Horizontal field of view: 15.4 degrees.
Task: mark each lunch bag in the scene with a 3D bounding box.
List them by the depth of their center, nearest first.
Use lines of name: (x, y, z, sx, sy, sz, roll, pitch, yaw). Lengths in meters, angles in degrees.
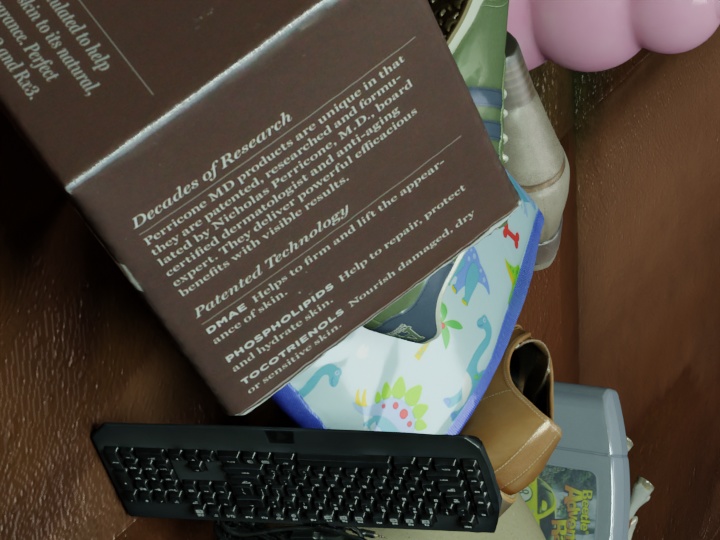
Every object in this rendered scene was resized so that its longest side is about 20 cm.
lunch bag: (-0.010, -0.002, 1.343, 0.170, 0.127, 0.200, 48, 39, -28)

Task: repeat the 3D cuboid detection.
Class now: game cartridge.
game cartridge: (0.105, 0.169, 1.708, 0.041, 0.133, 0.201, 11, 85, -68)

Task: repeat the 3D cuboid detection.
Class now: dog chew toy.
dog chew toy: (0.124, -0.172, 1.575, 0.124, 0.199, 0.125, 7, 90, -66)

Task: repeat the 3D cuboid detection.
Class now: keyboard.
keyboard: (-0.028, 0.117, 1.293, 0.104, 0.199, 0.040, 66, 32, -49)

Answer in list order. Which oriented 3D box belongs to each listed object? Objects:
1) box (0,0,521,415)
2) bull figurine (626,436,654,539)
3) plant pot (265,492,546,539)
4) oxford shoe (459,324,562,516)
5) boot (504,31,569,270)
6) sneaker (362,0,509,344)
box: (-0.060, -0.080, 1.139, 0.164, 0.166, 0.200, -36, 145, -3)
bull figurine: (0.143, 0.167, 1.869, 0.121, 0.065, 0.200, -50, 153, -14)
plant pot: (0.017, 0.156, 1.447, 0.200, 0.200, 0.135, 37, 48, -64)
oxford shoe: (0.068, 0.052, 1.422, 0.071, 0.071, 0.200, 40, 15, -30)
boot: (0.055, -0.094, 1.499, 0.200, 0.070, 0.146, -123, -163, -49)
sneaker: (0.037, -0.054, 1.281, 0.090, 0.067, 0.200, 41, 60, -27)
